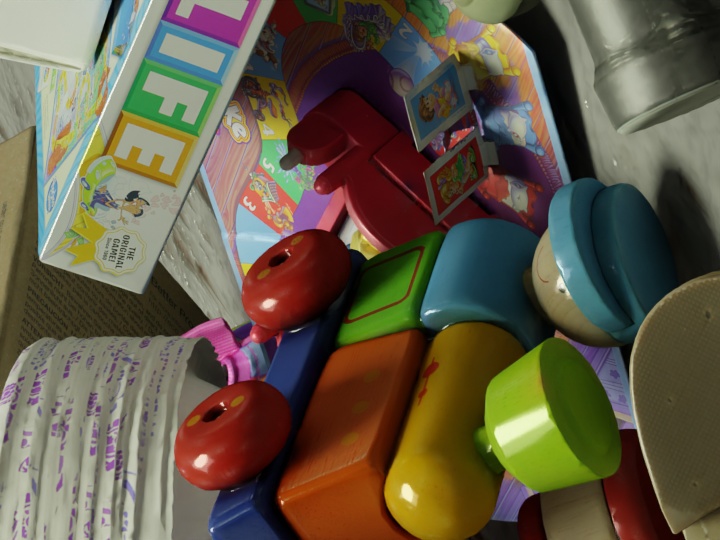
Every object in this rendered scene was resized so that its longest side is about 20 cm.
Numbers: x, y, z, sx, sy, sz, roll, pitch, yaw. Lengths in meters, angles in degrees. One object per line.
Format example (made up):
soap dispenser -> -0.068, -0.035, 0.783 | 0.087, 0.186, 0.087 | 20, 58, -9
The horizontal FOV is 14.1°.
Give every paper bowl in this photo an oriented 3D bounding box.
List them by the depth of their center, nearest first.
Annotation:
paper bowl -> -0.060, 0.122, 0.975 | 0.201, 0.104, 0.202 | -3, -90, -85

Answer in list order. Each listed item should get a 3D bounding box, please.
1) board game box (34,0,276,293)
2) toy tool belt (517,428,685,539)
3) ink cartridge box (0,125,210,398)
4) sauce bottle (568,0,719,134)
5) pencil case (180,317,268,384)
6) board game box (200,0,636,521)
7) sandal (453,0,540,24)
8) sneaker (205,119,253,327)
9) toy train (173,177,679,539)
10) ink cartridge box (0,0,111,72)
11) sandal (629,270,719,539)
board game box -> -0.062, -0.101, 0.894 | 0.200, 0.034, 0.135 | -102, 34, -59
toy tool belt -> 0.058, 0.156, 0.812 | 0.201, 0.122, 0.125 | 69, -159, 0
ink cartridge box -> -0.109, 0.070, 1.180 | 0.200, 0.075, 0.165 | 50, -154, -33
sauce bottle -> 0.041, -0.131, 0.684 | 0.201, 0.064, 0.065 | 67, 164, 3
pencil case -> -0.017, 0.110, 1.138 | 0.201, 0.088, 0.088 | 67, 164, -2
board game box -> 0.000, 0.000, 0.891 | 0.157, 0.039, 0.201 | 5, 121, 43
sandal -> -0.004, -0.154, 0.807 | 0.080, 0.057, 0.202 | 96, 155, -57
sneaker -> -0.023, -0.036, 1.008 | 0.091, 0.077, 0.201 | -119, 20, -52
toy train -> 0.016, 0.056, 0.755 | 0.085, 0.115, 0.200 | 53, -148, -23
ink cartridge box -> -0.102, -0.174, 0.875 | 0.200, 0.083, 0.146 | -99, 26, -56
sandal -> 0.120, 0.102, 0.747 | 0.070, 0.077, 0.213 | -16, -87, -74
